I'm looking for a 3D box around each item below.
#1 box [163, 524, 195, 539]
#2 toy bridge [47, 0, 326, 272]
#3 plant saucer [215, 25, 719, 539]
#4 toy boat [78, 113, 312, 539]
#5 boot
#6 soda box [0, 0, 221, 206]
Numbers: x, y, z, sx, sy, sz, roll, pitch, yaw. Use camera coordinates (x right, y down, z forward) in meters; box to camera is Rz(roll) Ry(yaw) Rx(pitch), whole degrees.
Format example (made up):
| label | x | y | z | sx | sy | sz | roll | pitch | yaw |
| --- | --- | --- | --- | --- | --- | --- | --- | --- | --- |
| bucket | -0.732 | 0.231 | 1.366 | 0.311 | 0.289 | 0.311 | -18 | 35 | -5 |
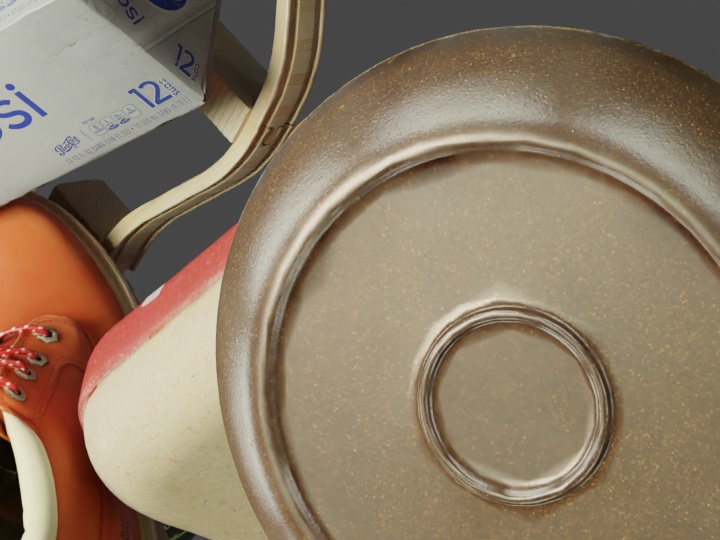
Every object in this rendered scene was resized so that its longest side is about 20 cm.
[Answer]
| label | x | y | z | sx | sy | sz | roll | pitch | yaw |
| --- | --- | --- | --- | --- | --- | --- | --- | --- | --- |
| box | -0.166 | 0.077 | 1.071 | 0.200 | 0.049 | 0.161 | 38 | 84 | 32 |
| toy bridge | -0.051 | -0.069 | 1.015 | 0.067 | 0.027 | 0.200 | 47 | 124 | 26 |
| plant saucer | 0.046 | 0.034 | 0.793 | 0.200 | 0.032 | 0.201 | 5 | 105 | 20 |
| toy boat | 0.000 | 0.000 | 0.934 | 0.200 | 0.130 | 0.131 | -38 | 41 | 38 |
| boot | -0.118 | 0.043 | 0.979 | 0.075 | 0.107 | 0.200 | -24 | 57 | 11 |
| soda box | -0.143 | -0.063 | 1.003 | 0.200 | 0.068 | 0.064 | -25 | 43 | 34 |
